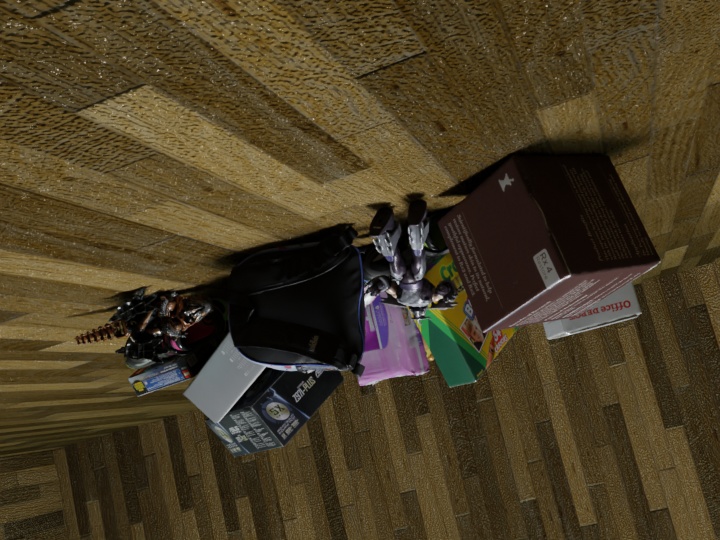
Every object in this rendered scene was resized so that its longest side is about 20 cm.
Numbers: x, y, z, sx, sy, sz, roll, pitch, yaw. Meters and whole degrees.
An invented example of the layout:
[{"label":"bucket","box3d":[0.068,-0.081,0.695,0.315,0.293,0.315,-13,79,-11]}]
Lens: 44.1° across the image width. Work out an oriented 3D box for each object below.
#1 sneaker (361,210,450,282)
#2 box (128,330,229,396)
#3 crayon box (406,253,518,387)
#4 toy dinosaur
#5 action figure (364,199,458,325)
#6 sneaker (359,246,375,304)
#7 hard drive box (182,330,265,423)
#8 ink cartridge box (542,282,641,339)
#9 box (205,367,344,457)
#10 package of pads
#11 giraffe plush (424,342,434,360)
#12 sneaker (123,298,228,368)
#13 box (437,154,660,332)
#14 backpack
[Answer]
[{"label":"sneaker","box3d":[0.084,-0.043,1.264,0.197,0.072,0.083,-23,164,12]},{"label":"box","box3d":[-0.293,0.138,1.545,0.135,0.040,0.200,-20,-166,30]},{"label":"crayon box","box3d":[0.160,0.049,1.357,0.058,0.175,0.200,-19,-166,40]},{"label":"toy dinosaur","box3d":[-0.318,0.084,1.323,0.199,0.103,0.136,-36,-172,-3]},{"label":"action figure","box3d":[0.065,0.003,1.201,0.127,0.070,0.202,-4,132,12]},{"label":"sneaker","box3d":[0.000,0.000,1.390,0.199,0.082,0.086,-31,150,34]},{"label":"hard drive box","box3d":[-0.176,0.125,1.407,0.200,0.077,0.156,-50,-179,38]},{"label":"ink cartridge box","box3d":[0.357,-0.001,1.464,0.144,0.204,0.083,-11,170,-12]},{"label":"box","box3d":[-0.146,0.218,1.491,0.164,0.087,0.199,-45,-170,-33]},{"label":"package of pads","box3d":[0.034,0.085,1.483,0.119,0.204,0.075,-16,175,32]},{"label":"giraffe plush","box3d":[0.096,0.107,1.781,0.170,0.165,0.199,-18,169,20]},{"label":"sneaker","box3d":[-0.302,0.102,1.434,0.197,0.078,0.084,-26,-172,10]},{"label":"box","box3d":[0.242,-0.037,1.150,0.197,0.168,0.164,-5,156,-39]},{"label":"backpack","box3d":[-0.088,0.051,1.232,0.186,0.204,0.154,0,168,-3]}]
